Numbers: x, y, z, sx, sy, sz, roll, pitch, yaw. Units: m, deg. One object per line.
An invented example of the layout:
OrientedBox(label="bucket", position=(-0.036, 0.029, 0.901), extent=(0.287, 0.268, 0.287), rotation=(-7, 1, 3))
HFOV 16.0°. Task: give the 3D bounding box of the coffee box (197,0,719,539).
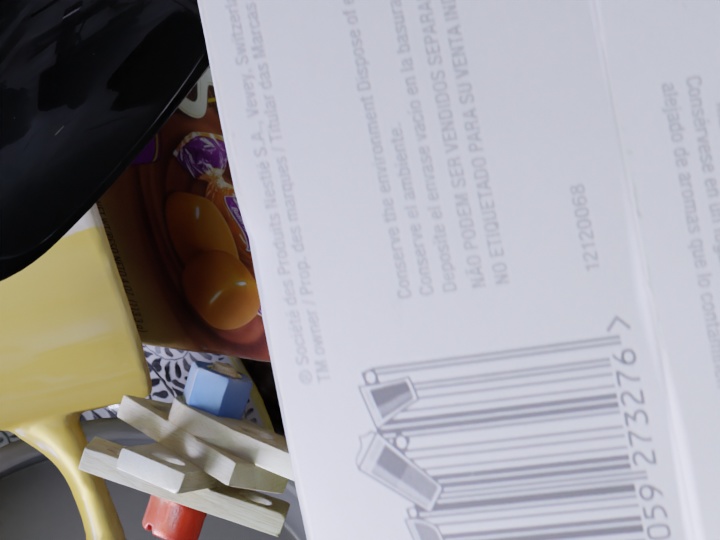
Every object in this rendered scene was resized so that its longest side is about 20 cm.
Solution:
OrientedBox(label="coffee box", position=(0.108, -0.028, 0.523), extent=(0.199, 0.197, 0.201), rotation=(-7, 97, 29))

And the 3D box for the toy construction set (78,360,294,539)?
OrientedBox(label="toy construction set", position=(0.000, 0.000, 0.712), extent=(0.130, 0.092, 0.201), rotation=(16, 110, -18))

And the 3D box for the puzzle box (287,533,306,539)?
OrientedBox(label="puzzle box", position=(0.006, 0.149, 0.939), extent=(0.199, 0.025, 0.134), rotation=(-20, 106, 47))

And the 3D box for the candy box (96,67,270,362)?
OrientedBox(label="candy box", position=(-0.042, -0.069, 0.789), extent=(0.116, 0.056, 0.201), rotation=(7, 126, 38))

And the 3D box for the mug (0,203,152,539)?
OrientedBox(label="mug", position=(-0.153, 0.008, 0.783), extent=(0.150, 0.152, 0.187), rotation=(83, 164, -57))

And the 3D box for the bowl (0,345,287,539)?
OrientedBox(label="bowl", position=(-0.132, 0.089, 0.920), extent=(0.201, 0.200, 0.094), rotation=(55, 168, -9))

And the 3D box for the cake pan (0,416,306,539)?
OrientedBox(label="cake pan", position=(-0.081, 0.149, 0.866), extent=(0.201, 0.200, 0.037), rotation=(56, 169, -10))

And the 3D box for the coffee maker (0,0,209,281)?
OrientedBox(label="coffee maker", position=(-0.128, -0.106, 0.667), extent=(0.200, 0.192, 0.135), rotation=(45, 122, 17))
